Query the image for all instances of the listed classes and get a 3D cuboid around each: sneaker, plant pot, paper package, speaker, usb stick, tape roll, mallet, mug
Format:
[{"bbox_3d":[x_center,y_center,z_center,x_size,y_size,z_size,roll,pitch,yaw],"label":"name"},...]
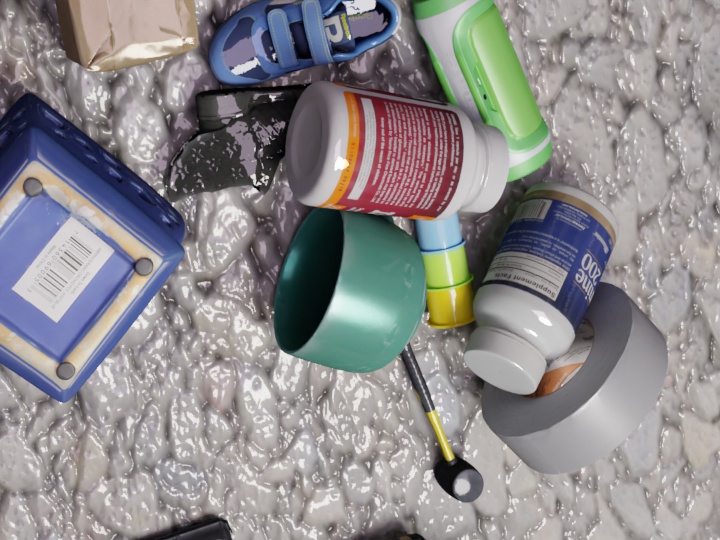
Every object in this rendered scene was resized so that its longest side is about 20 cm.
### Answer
[{"bbox_3d":[-0.093,-0.124,1.107,0.196,0.060,0.106,-5,104,-13],"label":"sneaker"},{"bbox_3d":[-0.276,-0.015,1.003,0.199,0.180,0.201,40,89,-22],"label":"plant pot"},{"bbox_3d":[-0.209,-0.271,0.954,0.102,0.200,0.194,-10,105,-16],"label":"paper package"},{"bbox_3d":[0.124,-0.194,1.149,0.088,0.088,0.202,-30,110,-10],"label":"speaker"},{"bbox_3d":[-0.224,0.310,1.173,0.197,0.033,0.056,-16,85,-15],"label":"usb stick"},{"bbox_3d":[0.221,0.110,1.192,0.066,0.200,0.201,43,87,-22],"label":"tape roll"},{"bbox_3d":[-0.050,-0.228,1.083,0.197,0.082,0.075,-21,110,-11],"label":"sneaker"},{"bbox_3d":[0.082,0.160,1.228,0.041,0.066,0.203,-25,109,-12],"label":"mallet"},{"bbox_3d":[0.002,0.007,1.118,0.113,0.152,0.188,18,96,-25],"label":"mug"}]

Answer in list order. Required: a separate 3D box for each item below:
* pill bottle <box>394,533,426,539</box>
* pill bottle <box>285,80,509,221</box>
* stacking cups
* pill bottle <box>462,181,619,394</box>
[{"bbox_3d":[-0.007,0.369,1.223,0.197,0.112,0.114,-19,108,-14],"label":"pill bottle"},{"bbox_3d":[0.037,-0.107,1.071,0.197,0.113,0.115,6,101,-27],"label":"pill bottle"},{"bbox_3d":[0.077,-0.043,1.185,0.060,0.060,0.204,-18,106,-14],"label":"stacking cups"},{"bbox_3d":[0.182,0.020,1.172,0.111,0.110,0.202,38,67,-23],"label":"pill bottle"}]
